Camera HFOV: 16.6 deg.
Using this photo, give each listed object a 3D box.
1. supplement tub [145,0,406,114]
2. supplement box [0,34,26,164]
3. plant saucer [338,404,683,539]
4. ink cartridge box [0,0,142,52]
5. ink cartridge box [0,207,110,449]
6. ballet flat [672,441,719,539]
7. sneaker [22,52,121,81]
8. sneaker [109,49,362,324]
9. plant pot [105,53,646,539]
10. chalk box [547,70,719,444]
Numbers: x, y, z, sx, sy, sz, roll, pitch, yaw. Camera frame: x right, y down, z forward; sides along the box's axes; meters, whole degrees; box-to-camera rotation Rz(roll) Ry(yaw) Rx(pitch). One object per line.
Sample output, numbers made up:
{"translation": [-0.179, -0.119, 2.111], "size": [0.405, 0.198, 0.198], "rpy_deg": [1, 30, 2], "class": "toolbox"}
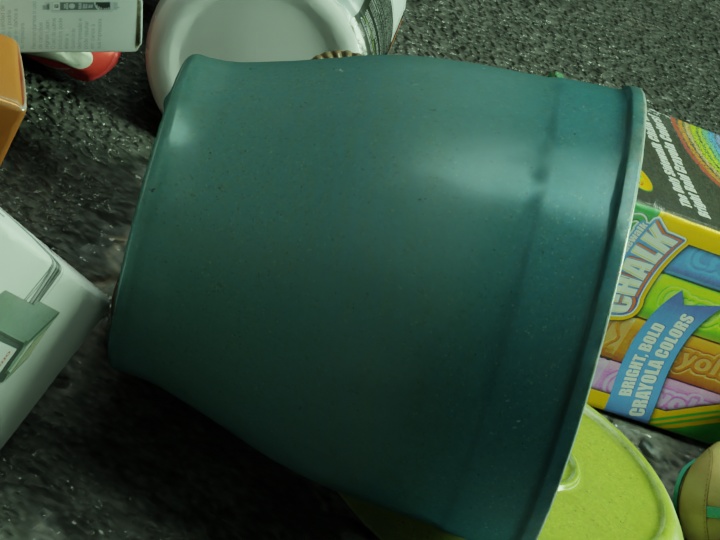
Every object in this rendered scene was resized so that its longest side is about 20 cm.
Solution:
{"translation": [-0.040, -0.143, 1.354], "size": [0.122, 0.123, 0.200], "rpy_deg": [27, 25, -4], "class": "supplement tub"}
{"translation": [-0.253, -0.093, 1.104], "size": [0.199, 0.067, 0.069], "rpy_deg": [18, 30, -22], "class": "supplement box"}
{"translation": [0.071, 0.092, 1.141], "size": [0.199, 0.031, 0.200], "rpy_deg": [24, 26, -13], "class": "plant saucer"}
{"translation": [-0.214, -0.174, 1.220], "size": [0.199, 0.041, 0.200], "rpy_deg": [-3, 38, -10], "class": "ink cartridge box"}
{"translation": [-0.191, -0.016, 0.903], "size": [0.146, 0.084, 0.200], "rpy_deg": [37, -4, 13], "class": "ink cartridge box"}
{"translation": [0.227, 0.100, 1.245], "size": [0.063, 0.069, 0.200], "rpy_deg": [5, 17, 34], "class": "ballet flat"}
{"translation": [-0.177, -0.164, 1.334], "size": [0.085, 0.077, 0.200], "rpy_deg": [35, 20, -38], "class": "sneaker"}
{"translation": [-0.054, -0.007, 1.167], "size": [0.070, 0.109, 0.200], "rpy_deg": [35, 56, 6], "class": "sneaker"}
{"translation": [0.000, 0.000, 1.016], "size": [0.187, 0.201, 0.200], "rpy_deg": [14, 26, -1], "class": "plant pot"}
{"translation": [0.129, -0.009, 1.286], "size": [0.199, 0.124, 0.125], "rpy_deg": [18, 28, -21], "class": "chalk box"}
